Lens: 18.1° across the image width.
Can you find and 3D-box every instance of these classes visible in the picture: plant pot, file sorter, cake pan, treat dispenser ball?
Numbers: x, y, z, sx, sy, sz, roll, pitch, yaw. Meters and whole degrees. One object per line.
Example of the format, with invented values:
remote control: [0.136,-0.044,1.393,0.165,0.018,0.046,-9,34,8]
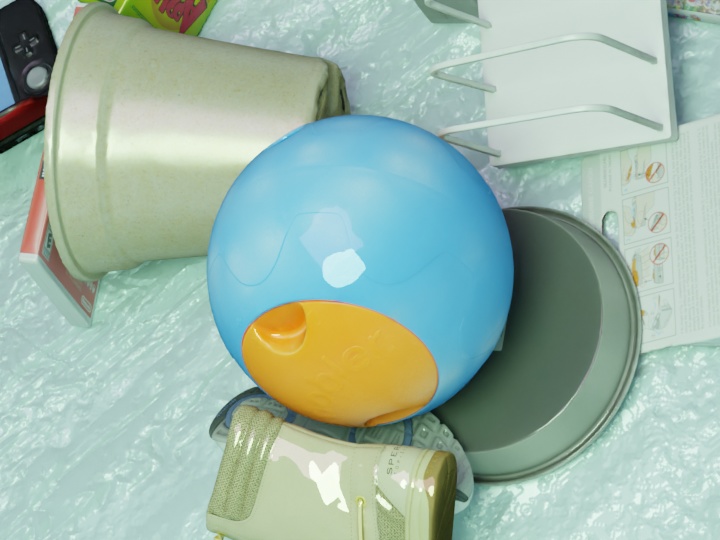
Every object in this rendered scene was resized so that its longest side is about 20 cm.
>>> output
plant pot: [-0.107,-0.088,1.621,0.182,0.201,0.202,3,70,12]
file sorter: [0.121,-0.184,1.534,0.138,0.124,0.202,-8,82,29]
cake pan: [0.093,0.045,1.542,0.199,0.037,0.202,-11,66,25]
treat dispenser ball: [0.000,0.000,1.467,0.199,0.201,0.203,-9,66,20]

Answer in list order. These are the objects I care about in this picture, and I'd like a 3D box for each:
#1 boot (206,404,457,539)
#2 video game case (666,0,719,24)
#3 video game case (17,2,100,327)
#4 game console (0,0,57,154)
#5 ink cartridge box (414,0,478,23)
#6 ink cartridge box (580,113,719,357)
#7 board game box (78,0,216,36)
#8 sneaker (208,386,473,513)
boot: [-0.023,0.189,1.461,0.154,0.202,0.073,13,31,14]
video game case: [0.239,-0.248,1.623,0.198,0.018,0.144,12,75,27]
video game case: [-0.204,-0.075,1.669,0.017,0.143,0.202,6,71,12]
game console: [-0.336,-0.126,1.761,0.199,0.119,0.173,-28,61,10]
ink cartridge box: [0.070,-0.295,1.661,0.050,0.109,0.202,2,70,24]
ink cartridge box: [0.244,-0.023,1.524,0.199,0.047,0.162,-16,63,35]
board game box: [-0.132,-0.265,1.740,0.047,0.102,0.201,23,79,28]
sneaker: [-0.007,0.135,1.532,0.199,0.088,0.075,11,42,34]
